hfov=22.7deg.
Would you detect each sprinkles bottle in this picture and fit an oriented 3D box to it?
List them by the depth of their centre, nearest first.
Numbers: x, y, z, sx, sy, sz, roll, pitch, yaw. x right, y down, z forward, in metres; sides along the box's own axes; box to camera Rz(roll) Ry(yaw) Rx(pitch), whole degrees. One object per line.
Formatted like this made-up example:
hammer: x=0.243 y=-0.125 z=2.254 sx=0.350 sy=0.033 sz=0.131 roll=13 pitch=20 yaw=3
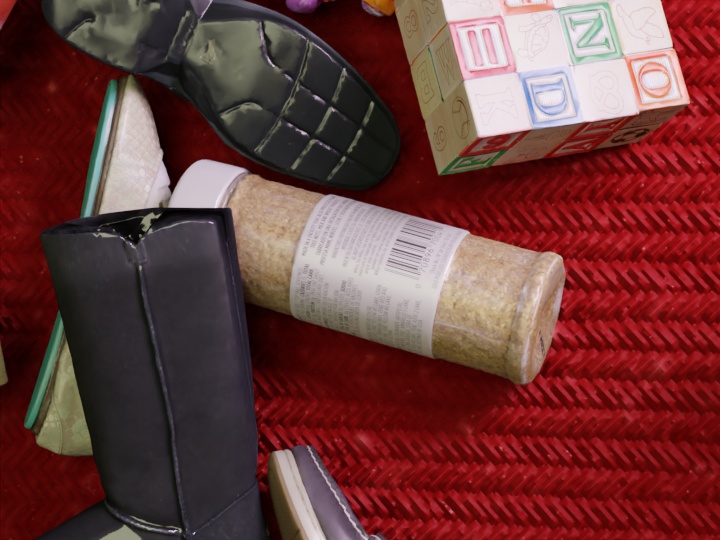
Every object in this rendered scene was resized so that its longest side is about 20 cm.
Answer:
sprinkles bottle: x=0.000 y=0.000 z=0.904 sx=0.198 sy=0.068 sz=0.069 roll=16 pitch=88 yaw=16

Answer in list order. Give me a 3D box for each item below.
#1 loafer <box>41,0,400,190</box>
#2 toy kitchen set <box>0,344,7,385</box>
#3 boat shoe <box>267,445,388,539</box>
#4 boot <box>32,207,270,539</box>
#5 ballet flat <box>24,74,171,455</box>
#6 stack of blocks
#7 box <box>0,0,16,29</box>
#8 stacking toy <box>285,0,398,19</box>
loafer: x=-0.067 y=-0.110 z=0.932 sx=0.199 sy=0.072 sz=0.073 roll=33 pitch=100 yaw=-6
toy kitchen set: x=-0.303 y=0.085 z=0.985 sx=0.198 sy=0.182 sz=0.163 roll=-17 pitch=36 yaw=-20
boat shoe: x=0.016 y=0.170 z=0.886 sx=0.064 sy=0.072 sz=0.201 roll=-24 pitch=65 yaw=-13
boot: x=-0.131 y=0.074 z=0.887 sx=0.163 sy=0.066 sz=0.202 roll=-9 pitch=110 yaw=-6
ballet flat: x=-0.126 y=0.000 z=0.950 sx=0.062 sy=0.067 sz=0.202 roll=14 pitch=92 yaw=-11
stack of blocks: x=0.074 y=-0.158 z=0.880 sx=0.114 sy=0.059 sz=0.202 roll=-11 pitch=79 yaw=-20
box: x=-0.209 y=-0.208 z=0.930 sx=0.201 sy=0.099 sz=0.096 roll=-56 pitch=33 yaw=15
stacking toy: x=-0.033 y=-0.177 z=0.926 sx=0.199 sy=0.116 sz=0.110 roll=34 pitch=90 yaw=2
